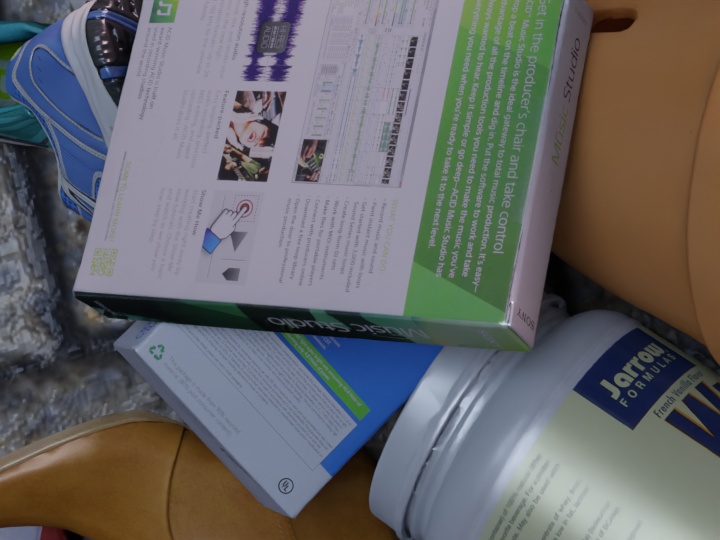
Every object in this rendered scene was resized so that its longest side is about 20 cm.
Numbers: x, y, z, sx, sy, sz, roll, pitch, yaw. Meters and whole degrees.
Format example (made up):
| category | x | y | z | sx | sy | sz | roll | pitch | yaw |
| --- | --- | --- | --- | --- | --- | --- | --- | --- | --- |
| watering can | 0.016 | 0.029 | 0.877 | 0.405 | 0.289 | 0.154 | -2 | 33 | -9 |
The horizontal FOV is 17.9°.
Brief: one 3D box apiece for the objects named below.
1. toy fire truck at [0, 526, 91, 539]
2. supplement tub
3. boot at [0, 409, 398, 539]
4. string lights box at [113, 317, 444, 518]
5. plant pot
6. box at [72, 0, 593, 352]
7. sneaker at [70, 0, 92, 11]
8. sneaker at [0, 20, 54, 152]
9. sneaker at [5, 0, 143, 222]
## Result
| category | x | y | z | sx | sy | sz | roll | pitch | yaw |
| --- | --- | --- | --- | --- | --- | --- | --- | --- | --- |
| toy fire truck | -0.165 | 0.183 | 1.079 | 0.198 | 0.112 | 0.169 | 1 | 68 | 18 |
| supplement tub | 0.118 | 0.108 | 0.961 | 0.199 | 0.145 | 0.146 | 33 | 96 | 17 |
| boot | -0.079 | 0.132 | 1.033 | 0.200 | 0.071 | 0.145 | -17 | 82 | -14 |
| string lights box | 0.000 | 0.000 | 1.001 | 0.200 | 0.059 | 0.103 | -45 | 101 | -11 |
| plant pot | 0.161 | -0.054 | 0.947 | 0.139 | 0.199 | 0.202 | 16 | 91 | 36 |
| box | -0.012 | -0.046 | 0.924 | 0.198 | 0.036 | 0.146 | 4 | 73 | 28 |
| sneaker | -0.083 | -0.133 | 1.066 | 0.199 | 0.073 | 0.085 | 23 | 53 | 31 |
| sneaker | -0.129 | -0.084 | 1.093 | 0.198 | 0.080 | 0.078 | 5 | 87 | 18 |
| sneaker | -0.088 | -0.038 | 1.049 | 0.077 | 0.076 | 0.201 | -11 | 121 | 34 |
